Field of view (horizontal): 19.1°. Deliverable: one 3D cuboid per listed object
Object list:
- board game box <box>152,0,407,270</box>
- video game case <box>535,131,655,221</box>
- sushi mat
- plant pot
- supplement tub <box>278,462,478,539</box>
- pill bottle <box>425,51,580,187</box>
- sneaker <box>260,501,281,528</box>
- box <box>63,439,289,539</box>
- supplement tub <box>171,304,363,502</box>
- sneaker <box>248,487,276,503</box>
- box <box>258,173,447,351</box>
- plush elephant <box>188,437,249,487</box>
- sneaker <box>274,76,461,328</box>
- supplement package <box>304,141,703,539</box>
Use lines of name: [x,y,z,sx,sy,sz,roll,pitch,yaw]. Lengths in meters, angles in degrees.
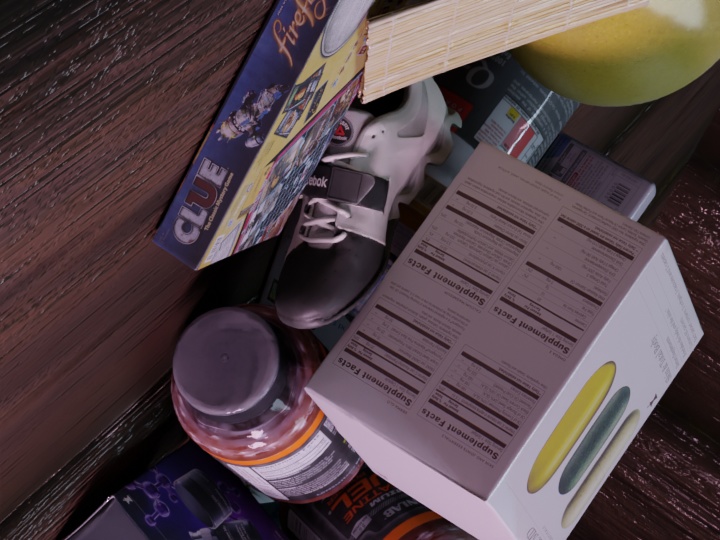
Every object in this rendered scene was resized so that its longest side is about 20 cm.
board game box: [-0.040,-0.102,1.268,0.201,0.035,0.135,-61,168,18]
video game case: [0.108,-0.031,1.713,0.200,0.182,0.022,-54,158,-14]
sushi mat: [0.093,-0.156,1.291,0.199,0.012,0.096,-19,157,-9]
plant pot: [0.152,-0.222,1.408,0.201,0.200,0.142,-58,153,6]
supplement tub: [0.029,0.203,1.525,0.106,0.200,0.108,-13,118,-26]
pill bottle: [0.081,-0.109,1.552,0.200,0.116,0.116,-54,169,-15]
sneaker: [-0.052,0.254,1.715,0.080,0.199,0.131,-31,113,-71]
box: [-0.100,0.230,1.486,0.079,0.200,0.141,-42,176,28]
supplement tub: [-0.063,0.086,1.442,0.107,0.107,0.200,-55,158,-8]
sneaker: [-0.104,0.219,1.804,0.200,0.070,0.108,-56,171,12]
box: [0.000,0.000,1.507,0.041,0.119,0.200,-47,166,-40]
plush elephant: [-0.015,0.118,1.672,0.200,0.154,0.165,-54,169,-11]
sneaker: [-0.011,-0.058,1.365,0.201,0.074,0.089,-62,140,-28]
supplement package: [0.097,0.058,1.382,0.200,0.150,0.152,-54,150,-11]
